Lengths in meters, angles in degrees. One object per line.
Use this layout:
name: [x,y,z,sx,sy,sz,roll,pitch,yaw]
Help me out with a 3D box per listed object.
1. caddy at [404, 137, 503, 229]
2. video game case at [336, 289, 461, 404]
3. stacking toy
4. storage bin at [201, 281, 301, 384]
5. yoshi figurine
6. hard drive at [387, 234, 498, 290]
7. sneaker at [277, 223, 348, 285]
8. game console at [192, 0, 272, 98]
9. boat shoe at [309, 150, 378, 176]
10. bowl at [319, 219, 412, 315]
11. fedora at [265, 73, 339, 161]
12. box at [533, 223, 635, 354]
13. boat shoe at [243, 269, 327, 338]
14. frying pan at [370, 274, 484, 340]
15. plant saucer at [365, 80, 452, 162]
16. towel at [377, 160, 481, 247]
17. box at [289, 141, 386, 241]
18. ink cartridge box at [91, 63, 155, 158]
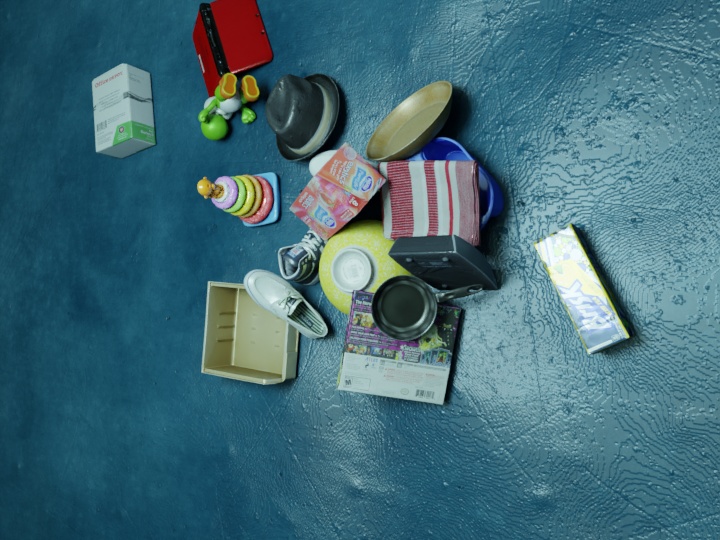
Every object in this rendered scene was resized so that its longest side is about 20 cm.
caddy: [0.159,-0.142,1.117,0.141,0.105,0.200,-46,66,23]
video game case: [0.068,0.139,1.133,0.199,0.036,0.182,9,93,-8]
stacking toy: [-0.273,-0.161,1.335,0.110,0.200,0.116,-6,85,32]
storage bin: [-0.234,0.131,1.357,0.198,0.094,0.201,4,89,33]
yoshi figurine: [-0.306,-0.358,1.418,0.112,0.112,0.200,46,148,-15]
hard drive: [0.147,-0.011,1.069,0.135,0.200,0.042,-1,72,32]
sneaker: [-0.097,-0.061,1.273,0.070,0.108,0.200,31,103,29]
game console: [-0.308,-0.529,1.486,0.172,0.118,0.200,-42,62,57]
boat shoe: [-0.031,-0.206,1.255,0.200,0.067,0.074,12,94,32]
bowl: [0.000,0.000,1.187,0.200,0.108,0.201,0,91,20]
fedora: [-0.135,-0.333,1.299,0.200,0.092,0.201,-13,68,35]
box: [0.358,0.030,1.007,0.070,0.064,0.200,-30,71,27]
boat shoe: [-0.141,0.065,1.257,0.074,0.200,0.067,-59,21,-15]
frying pan: [0.105,0.041,1.088,0.190,0.031,0.115,-38,95,3]
plant saucer: [0.096,-0.265,1.155,0.200,0.035,0.200,-35,28,22]
towel: [0.114,-0.117,1.080,0.200,0.023,0.144,8,110,39]
box: [-0.047,-0.139,1.163,0.103,0.200,0.095,42,70,-8]
ink cartridge box: [-0.617,-0.413,1.634,0.146,0.084,0.201,-11,82,31]
